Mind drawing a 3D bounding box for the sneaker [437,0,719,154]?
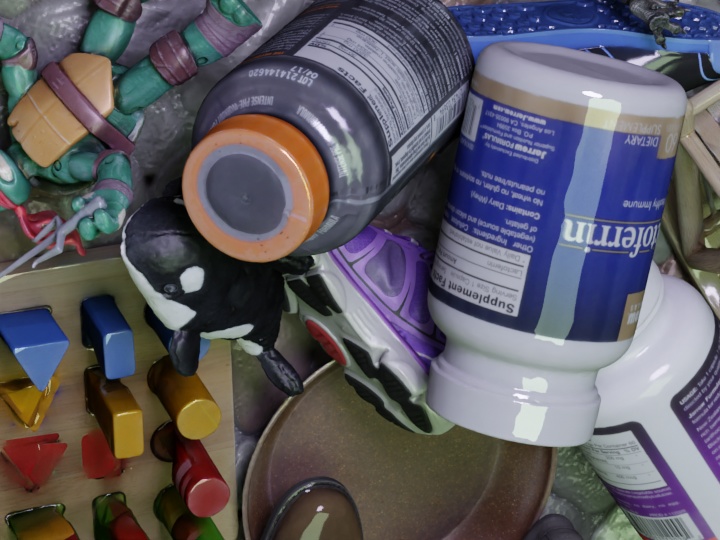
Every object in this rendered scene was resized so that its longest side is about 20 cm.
[{"bbox_3d":[0.124,-0.107,1.537,0.199,0.070,0.078,-2,117,-14],"label":"sneaker"}]

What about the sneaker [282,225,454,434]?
[{"bbox_3d":[0.000,0.000,1.529,0.083,0.081,0.200,-47,110,-25],"label":"sneaker"}]

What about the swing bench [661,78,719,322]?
[{"bbox_3d":[0.278,-0.071,1.563,0.199,0.200,0.130,-32,80,-7],"label":"swing bench"}]

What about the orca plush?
[{"bbox_3d":[-0.057,0.013,1.448,0.071,0.105,0.200,-3,147,18],"label":"orca plush"}]

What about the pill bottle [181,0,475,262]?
[{"bbox_3d":[-0.020,-0.074,1.405,0.106,0.200,0.107,10,117,20],"label":"pill bottle"}]

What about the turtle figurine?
[{"bbox_3d":[-0.152,-0.090,1.415,0.200,0.101,0.150,-45,82,2],"label":"turtle figurine"}]

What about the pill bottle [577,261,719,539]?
[{"bbox_3d":[0.174,0.073,1.617,0.111,0.111,0.200,-37,123,-2],"label":"pill bottle"}]

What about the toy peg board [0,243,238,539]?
[{"bbox_3d":[-0.155,0.100,1.504,0.199,0.098,0.200,-10,118,-18],"label":"toy peg board"}]

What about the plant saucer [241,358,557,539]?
[{"bbox_3d":[0.020,0.118,1.621,0.200,0.037,0.201,-9,117,-18],"label":"plant saucer"}]

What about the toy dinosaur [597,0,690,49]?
[{"bbox_3d":[0.136,-0.171,1.497,0.200,0.088,0.048,10,123,-26],"label":"toy dinosaur"}]

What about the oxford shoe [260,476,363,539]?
[{"bbox_3d":[-0.020,0.220,1.574,0.072,0.084,0.201,-1,98,-21],"label":"oxford shoe"}]

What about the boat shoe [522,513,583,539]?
[{"bbox_3d":[0.108,0.229,1.693,0.067,0.057,0.200,-5,139,-23],"label":"boat shoe"}]

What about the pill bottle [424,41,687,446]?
[{"bbox_3d":[0.099,-0.014,1.458,0.115,0.116,0.201,5,104,-24],"label":"pill bottle"}]
